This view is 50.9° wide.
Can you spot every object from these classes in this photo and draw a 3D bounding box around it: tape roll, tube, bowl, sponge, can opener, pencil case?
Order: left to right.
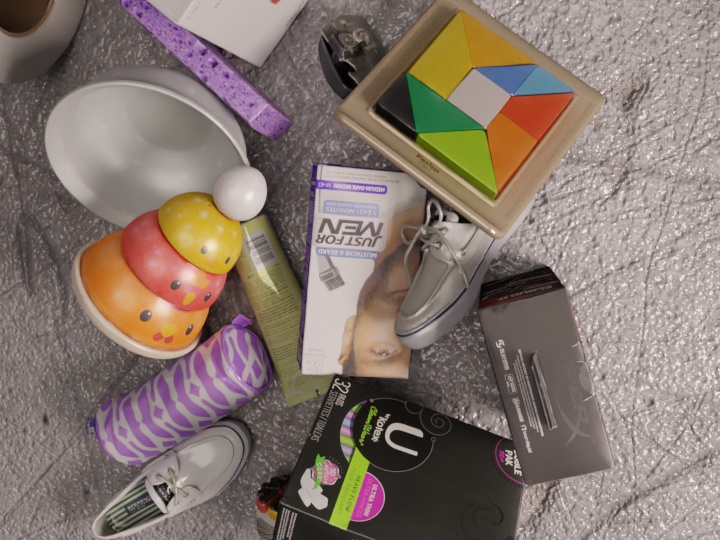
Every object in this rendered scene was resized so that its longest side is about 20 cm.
[{"bbox_3d":[-0.380,-0.301,0.735,0.138,0.203,0.204,21,100,9],"label":"tape roll"},{"bbox_3d":[-0.197,-0.129,0.750,0.200,0.091,0.202,5,141,4],"label":"bowl"},{"bbox_3d":[-0.187,0.131,0.796,0.199,0.084,0.086,-29,50,18],"label":"pencil case"},{"bbox_3d":[-0.156,-0.210,0.741,0.200,0.112,0.030,44,98,4],"label":"sponge"},{"bbox_3d":[-0.082,0.042,0.789,0.058,0.052,0.201,-15,101,54],"label":"tube"},{"bbox_3d":[0.023,-0.159,0.727,0.053,0.067,0.201,-24,75,-28],"label":"can opener"}]

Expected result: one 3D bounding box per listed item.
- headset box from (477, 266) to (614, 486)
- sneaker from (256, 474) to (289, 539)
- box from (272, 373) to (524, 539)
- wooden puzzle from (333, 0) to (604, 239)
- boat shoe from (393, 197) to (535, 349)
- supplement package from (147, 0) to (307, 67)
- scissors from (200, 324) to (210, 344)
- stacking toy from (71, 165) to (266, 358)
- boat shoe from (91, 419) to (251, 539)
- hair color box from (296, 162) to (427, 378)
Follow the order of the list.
[{"bbox_3d":[0.157,0.084,0.660,0.075,0.200,0.149,-16,93,11],"label":"headset box"},{"bbox_3d":[-0.015,0.281,0.791,0.199,0.078,0.083,15,113,13],"label":"sneaker"},{"bbox_3d":[0.036,0.217,0.702,0.199,0.149,0.125,20,136,5],"label":"box"},{"bbox_3d":[0.103,-0.151,0.678,0.185,0.037,0.200,37,67,6],"label":"wooden puzzle"},{"bbox_3d":[0.080,-0.030,0.686,0.086,0.074,0.202,45,74,-28],"label":"boat shoe"},{"bbox_3d":[-0.131,-0.282,0.683,0.120,0.200,0.121,39,102,6],"label":"supplement package"},{"bbox_3d":[-0.187,0.055,0.828,0.073,0.014,0.201,-16,93,11],"label":"scissors"},{"bbox_3d":[-0.164,-0.026,0.720,0.146,0.146,0.200,48,112,4],"label":"stacking toy"},{"bbox_3d":[-0.204,0.237,0.821,0.200,0.067,0.074,-39,87,13],"label":"boat shoe"},{"bbox_3d":[0.000,0.000,0.741,0.109,0.065,0.201,3,99,-9],"label":"hair color box"}]
